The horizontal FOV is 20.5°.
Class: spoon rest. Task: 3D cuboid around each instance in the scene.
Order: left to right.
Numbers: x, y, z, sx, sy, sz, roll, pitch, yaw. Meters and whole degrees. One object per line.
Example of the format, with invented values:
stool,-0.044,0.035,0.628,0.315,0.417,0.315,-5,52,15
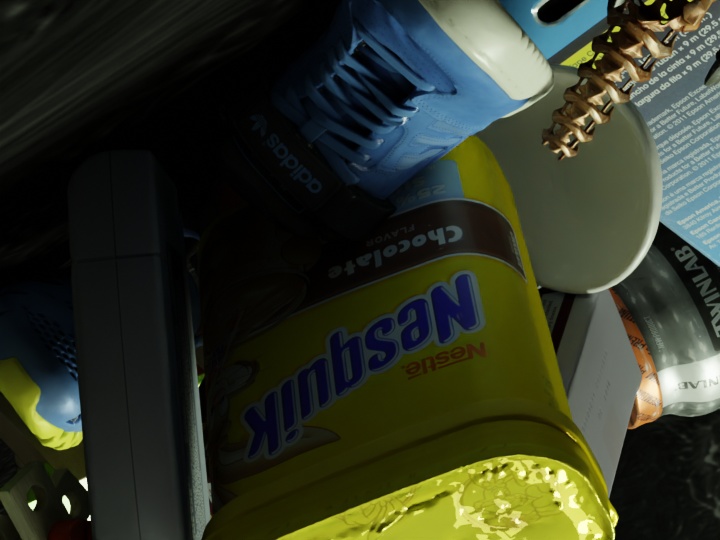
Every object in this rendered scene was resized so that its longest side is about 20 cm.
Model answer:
spoon rest,0.053,-0.044,0.887,0.061,0.100,0.200,-16,-163,-38

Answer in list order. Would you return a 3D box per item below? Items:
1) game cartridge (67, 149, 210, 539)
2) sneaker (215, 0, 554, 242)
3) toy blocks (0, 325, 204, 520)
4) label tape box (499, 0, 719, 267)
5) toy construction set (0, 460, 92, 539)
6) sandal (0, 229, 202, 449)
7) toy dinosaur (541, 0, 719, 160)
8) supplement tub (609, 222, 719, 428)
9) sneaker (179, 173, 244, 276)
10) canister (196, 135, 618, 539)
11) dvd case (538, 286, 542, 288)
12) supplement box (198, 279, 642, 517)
game cartridge,-0.083,0.058,0.768,0.041,0.200,0.133,-6,174,4
sneaker,0.001,-0.058,0.717,0.111,0.077,0.200,-40,-178,0
toy blocks,-0.117,0.072,1.073,0.200,0.100,0.137,-22,-144,-25
label tape box,0.154,-0.103,0.912,0.143,0.200,0.066,-35,-149,36
toy construction set,-0.197,0.102,0.756,0.200,0.131,0.092,-14,-177,21
sandal,-0.112,0.020,0.919,0.087,0.080,0.200,-35,-177,17
toy dinosaur,0.127,-0.128,0.688,0.200,0.102,0.136,-31,170,-1
supplement tub,0.218,0.005,1.151,0.200,0.123,0.123,-28,175,-12
sneaker,0.000,0.000,0.954,0.098,0.071,0.200,-21,145,29
canister,0.007,0.045,0.780,0.148,0.087,0.200,-23,-141,11
dvd case,0.097,0.000,1.230,0.150,0.025,0.200,-49,180,11
supplement box,0.015,0.072,0.879,0.200,0.061,0.109,-11,-151,25
